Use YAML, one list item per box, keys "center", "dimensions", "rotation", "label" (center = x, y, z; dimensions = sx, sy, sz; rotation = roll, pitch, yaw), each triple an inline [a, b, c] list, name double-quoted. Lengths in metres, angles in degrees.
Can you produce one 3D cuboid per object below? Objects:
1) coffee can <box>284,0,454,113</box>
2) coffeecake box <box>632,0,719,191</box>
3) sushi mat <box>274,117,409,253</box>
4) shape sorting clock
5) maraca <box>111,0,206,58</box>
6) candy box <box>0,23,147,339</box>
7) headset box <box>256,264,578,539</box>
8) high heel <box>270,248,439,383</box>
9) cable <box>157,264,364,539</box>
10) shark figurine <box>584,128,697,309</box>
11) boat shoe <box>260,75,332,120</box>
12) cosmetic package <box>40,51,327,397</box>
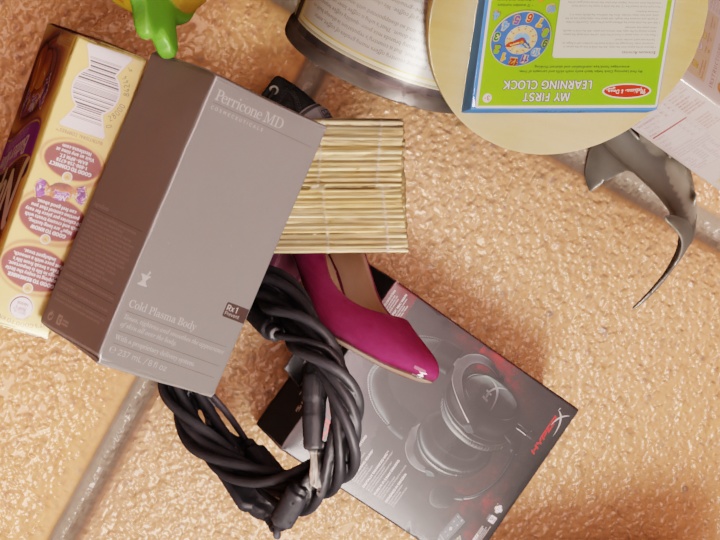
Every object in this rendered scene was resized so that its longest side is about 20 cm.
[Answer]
- center: [0.051, -0.228, 1.524]
  dimensions: [0.146, 0.146, 0.200]
  rotation: [15, 112, -19]
  label: "coffee can"
- center: [0.243, -0.164, 1.620]
  dimensions: [0.200, 0.073, 0.154]
  rotation: [33, 51, -19]
  label: "coffeecake box"
- center: [-0.066, -0.059, 1.546]
  dimensions: [0.200, 0.012, 0.096]
  rotation: [0, 87, -4]
  label: "sushi mat"
- center: [0.138, -0.170, 1.488]
  dimensions: [0.200, 0.039, 0.200]
  rotation: [-8, 116, -16]
  label: "shape sorting clock"
- center: [-0.140, -0.222, 1.477]
  dimensions: [0.107, 0.200, 0.137]
  rotation: [-19, 120, 14]
  label: "maraca"
- center: [-0.212, -0.063, 1.518]
  dimensions: [0.056, 0.117, 0.200]
  rotation: [17, 94, -19]
  label: "candy box"
- center: [0.034, 0.103, 1.642]
  dimensions: [0.200, 0.077, 0.149]
  rotation: [36, 88, -21]
  label: "headset box"
- center: [0.000, 0.000, 1.558]
  dimensions: [0.096, 0.200, 0.067]
  rotation: [-58, 145, 4]
  label: "high heel"
- center: [-0.074, 0.077, 1.552]
  dimensions: [0.051, 0.200, 0.163]
  rotation: [-9, 146, -39]
  label: "cable"
- center: [0.199, -0.072, 1.650]
  dimensions: [0.128, 0.215, 0.089]
  rotation: [2, 143, -46]
  label: "shark figurine"
- center: [-0.105, -0.054, 1.585]
  dimensions: [0.200, 0.069, 0.057]
  rotation: [-44, 83, -4]
  label: "boat shoe"
- center: [-0.116, -0.031, 1.471]
  dimensions: [0.107, 0.090, 0.200]
  rotation: [20, 95, -40]
  label: "cosmetic package"
